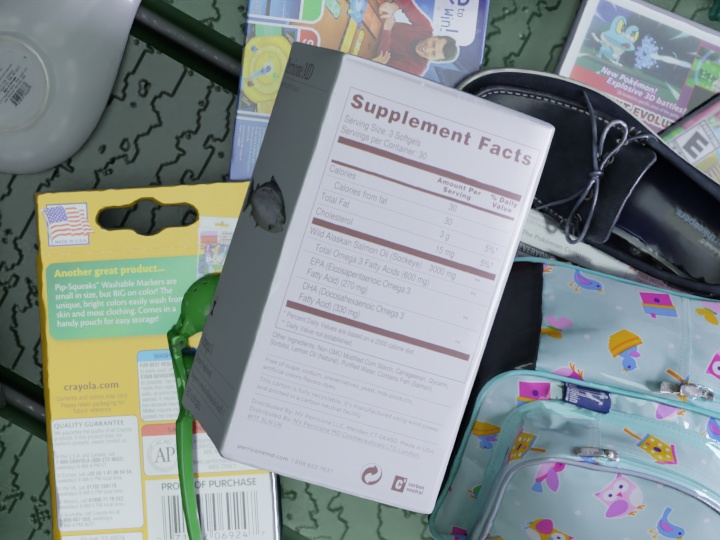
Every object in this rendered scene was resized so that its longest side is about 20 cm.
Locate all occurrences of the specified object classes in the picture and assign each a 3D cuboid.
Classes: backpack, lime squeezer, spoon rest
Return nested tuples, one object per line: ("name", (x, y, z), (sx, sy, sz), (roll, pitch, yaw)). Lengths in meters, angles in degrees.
("backpack", (0.144, 0.095, 1.086), (0.198, 0.177, 0.154), (5, 49, -10))
("lime squeezer", (-0.074, 0.048, 1.110), (0.070, 0.038, 0.201), (24, 92, -33))
("spoon rest", (-0.157, -0.139, 1.140), (0.099, 0.061, 0.200), (44, 105, -1))

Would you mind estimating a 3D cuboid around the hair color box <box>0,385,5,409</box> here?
("hair color box", (-0.255, -0.007, 1.113), (0.064, 0.109, 0.202), (-18, 93, 1))

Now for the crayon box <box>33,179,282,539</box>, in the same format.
("crayon box", (-0.110, 0.053, 1.146), (0.124, 0.052, 0.202), (-3, 94, -1))

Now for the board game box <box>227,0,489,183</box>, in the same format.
("board game box", (0.004, -0.139, 1.144), (0.134, 0.034, 0.202), (7, 93, -2))

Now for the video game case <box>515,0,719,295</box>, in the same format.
("video game case", (0.186, -0.039, 1.159), (0.199, 0.023, 0.184), (22, 93, -1))

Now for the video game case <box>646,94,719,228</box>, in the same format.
("video game case", (0.276, -0.029, 1.136), (0.181, 0.022, 0.201), (-32, 92, 2))

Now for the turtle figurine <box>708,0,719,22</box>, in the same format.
("turtle figurine", (0.200, -0.240, 1.100), (0.100, 0.149, 0.201), (-35, 108, -35))

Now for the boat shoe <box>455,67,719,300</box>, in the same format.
("boat shoe", (0.133, -0.046, 1.098), (0.199, 0.062, 0.075), (32, 100, 7))

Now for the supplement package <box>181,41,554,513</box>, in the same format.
("supplement package", (0.000, 0.000, 1.037), (0.116, 0.117, 0.202), (17, 94, -16))
